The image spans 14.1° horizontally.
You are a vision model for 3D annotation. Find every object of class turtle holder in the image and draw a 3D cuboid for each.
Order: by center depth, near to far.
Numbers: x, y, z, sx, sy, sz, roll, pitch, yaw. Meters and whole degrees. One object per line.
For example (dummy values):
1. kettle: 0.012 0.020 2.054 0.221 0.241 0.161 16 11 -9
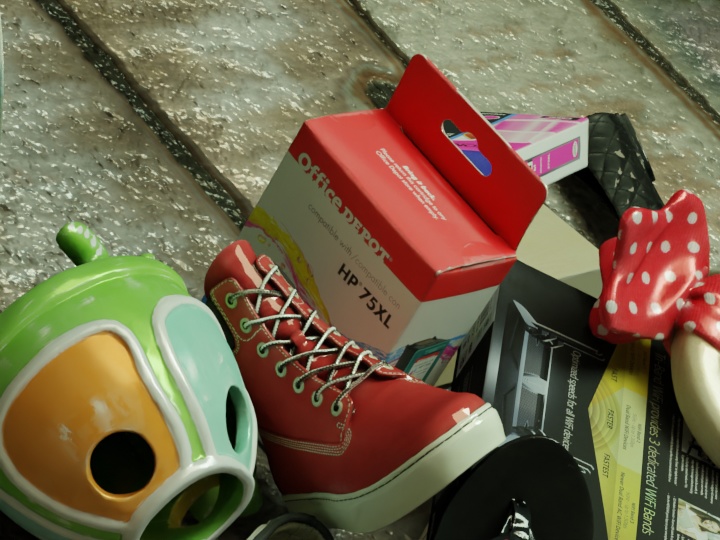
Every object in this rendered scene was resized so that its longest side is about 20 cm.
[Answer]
1. turtle holder: -0.116 0.080 1.375 0.141 0.186 0.132 -34 64 -21

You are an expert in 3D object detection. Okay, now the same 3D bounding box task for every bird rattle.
1. bird rattle: 0.213 0.039 1.485 0.199 0.113 0.164 6 59 -31

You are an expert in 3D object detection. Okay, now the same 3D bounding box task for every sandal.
1. sandal: 0.048 0.167 1.336 0.075 0.200 0.045 35 -11 -8

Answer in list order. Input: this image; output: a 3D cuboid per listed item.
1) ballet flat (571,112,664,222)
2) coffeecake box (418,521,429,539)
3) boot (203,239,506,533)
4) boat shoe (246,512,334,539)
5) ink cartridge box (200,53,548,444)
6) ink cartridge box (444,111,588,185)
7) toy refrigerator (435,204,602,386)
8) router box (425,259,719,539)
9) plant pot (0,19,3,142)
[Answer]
1. ballet flat: 0.169 -0.021 1.822 0.200 0.057 0.067 -106 171 -45
2. coffeecake box: 0.143 0.147 1.535 0.200 0.073 0.154 32 33 2
3. boot: -0.015 0.047 1.385 0.072 0.200 0.145 -31 96 -25
4. boat shoe: -0.052 0.185 1.333 0.075 0.060 0.200 24 33 -11
5. ink cartridge box: 0.000 0.000 1.496 0.067 0.200 0.116 -12 52 -47
6. ink cartridge box: 0.061 -0.064 1.719 0.094 0.037 0.200 5 14 21
7. toy refrigerator: 0.046 0.017 1.639 0.076 0.070 0.200 41 32 27
8. router box: 0.121 0.096 1.469 0.157 0.052 0.200 26 35 -8
9. plant pot: -0.293 -0.079 1.386 0.195 0.201 0.201 4 41 -24
